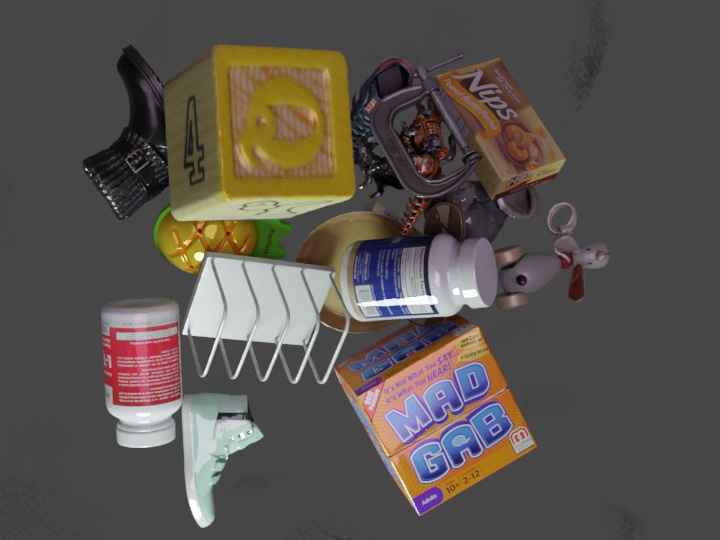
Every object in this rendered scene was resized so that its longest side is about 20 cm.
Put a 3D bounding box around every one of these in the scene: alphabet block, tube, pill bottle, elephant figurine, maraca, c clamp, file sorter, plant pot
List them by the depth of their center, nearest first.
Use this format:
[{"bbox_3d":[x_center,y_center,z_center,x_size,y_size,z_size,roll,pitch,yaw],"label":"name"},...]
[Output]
[{"bbox_3d":[-0.138,-0.175,1.447,0.194,0.199,0.198,-5,88,-30],"label":"alphabet block"},{"bbox_3d":[0.082,0.009,1.519,0.198,0.116,0.117,-4,99,25],"label":"pill bottle"},{"bbox_3d":[0.105,-0.202,1.541,0.169,0.027,0.201,-20,71,-7],"label":"c clamp"},{"bbox_3d":[-0.132,0.076,1.553,0.198,0.125,0.140,7,124,-27],"label":"file sorter"},{"bbox_3d":[-0.198,-0.051,1.578,0.198,0.107,0.138,5,129,-17],"label":"maraca"},{"bbox_3d":[-0.313,0.145,1.579,0.111,0.112,0.202,-3,97,-10],"label":"pill bottle"},{"bbox_3d":[0.000,0.000,1.638,0.198,0.028,0.202,-1,116,-2],"label":"plant pot"},{"bbox_3d":[0.202,-0.115,1.645,0.199,0.141,0.156,-23,130,-23],"label":"elephant figurine"},{"bbox_3d":[0.082,-0.029,1.669,0.199,0.052,0.058,36,127,-16],"label":"tube"}]

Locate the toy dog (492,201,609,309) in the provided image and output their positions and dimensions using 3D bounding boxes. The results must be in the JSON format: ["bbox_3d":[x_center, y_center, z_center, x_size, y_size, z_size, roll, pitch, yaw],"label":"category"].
[{"bbox_3d":[0.293,-0.006,1.684,0.199,0.096,0.132,-35,102,-5],"label":"toy dog"}]

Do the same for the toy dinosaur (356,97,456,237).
[{"bbox_3d":[0.070,-0.153,1.572,0.134,0.201,0.103,1,141,22],"label":"toy dinosaur"}]

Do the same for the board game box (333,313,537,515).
[{"bbox_3d":[0.105,0.199,1.621,0.199,0.200,0.201,-29,102,-6],"label":"board game box"}]

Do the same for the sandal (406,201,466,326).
[{"bbox_3d":[0.116,-0.008,1.597,0.080,0.054,0.202,21,114,20],"label":"sandal"}]

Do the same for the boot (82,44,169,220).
[{"bbox_3d":[-0.331,-0.194,1.550,0.157,0.079,0.212,-29,102,-6],"label":"boot"}]

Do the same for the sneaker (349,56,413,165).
[{"bbox_3d":[0.009,-0.229,1.608,0.075,0.085,0.201,32,90,-13],"label":"sneaker"}]

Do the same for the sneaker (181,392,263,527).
[{"bbox_3d":[-0.202,0.282,1.634,0.117,0.074,0.203,-3,95,-4],"label":"sneaker"}]

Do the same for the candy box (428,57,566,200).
[{"bbox_3d":[0.197,-0.209,1.599,0.115,0.055,0.201,-19,65,-23],"label":"candy box"}]
